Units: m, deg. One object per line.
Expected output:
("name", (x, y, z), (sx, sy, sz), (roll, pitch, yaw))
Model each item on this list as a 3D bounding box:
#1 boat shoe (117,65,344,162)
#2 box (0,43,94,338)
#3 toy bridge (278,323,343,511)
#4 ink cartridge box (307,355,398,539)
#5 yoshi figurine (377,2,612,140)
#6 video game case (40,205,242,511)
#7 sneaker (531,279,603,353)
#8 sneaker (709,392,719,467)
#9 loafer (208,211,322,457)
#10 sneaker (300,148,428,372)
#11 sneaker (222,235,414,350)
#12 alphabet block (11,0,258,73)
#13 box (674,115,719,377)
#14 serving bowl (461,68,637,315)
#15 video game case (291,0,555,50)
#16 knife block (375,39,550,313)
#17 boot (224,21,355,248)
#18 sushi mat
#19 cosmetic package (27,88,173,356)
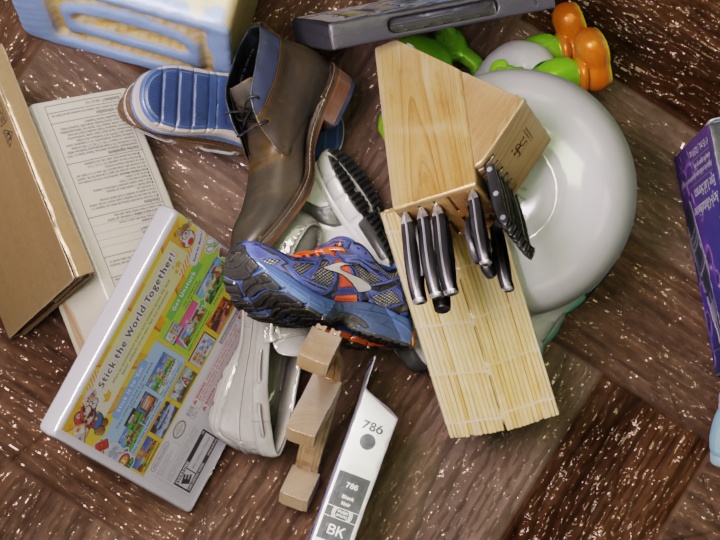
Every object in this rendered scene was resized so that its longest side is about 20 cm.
("boat shoe", (-0.108, -0.131, 1.749), (0.199, 0.072, 0.073), (13, 79, -32))
("box", (-0.288, -0.061, 1.702), (0.021, 0.163, 0.201), (-18, 81, -33))
("toy bridge", (-0.036, 0.111, 1.674), (0.027, 0.200, 0.067), (19, 49, 9))
("ink cartridge box", (-0.008, 0.173, 1.703), (0.039, 0.099, 0.201), (19, 82, 0))
("yoshi figurine", (0.102, -0.171, 1.763), (0.199, 0.112, 0.112), (-22, 74, -4))
("video game case", (-0.149, 0.074, 1.686), (0.023, 0.182, 0.201), (20, 78, 41))
("sneaker", (0.103, 0.021, 1.749), (0.140, 0.078, 0.200), (39, 72, 5))
("sneaker", (0.383, 0.152, 1.749), (0.199, 0.074, 0.082), (15, 111, -5))
("loafer", (-0.062, 0.053, 1.697), (0.070, 0.070, 0.201), (19, 99, 30))
("sneaker", (0.000, 0.000, 1.755), (0.080, 0.074, 0.200), (-31, 88, 22))
("sneaker", (-0.033, 0.008, 1.641), (0.075, 0.200, 0.079), (-6, 72, 38))
("alphabet block", (-0.169, -0.286, 1.720), (0.195, 0.196, 0.201), (15, 81, -2))
("box", (0.338, -0.022, 1.724), (0.104, 0.148, 0.201), (-9, 81, -4))
("serving bowl", (0.118, -0.062, 1.670), (0.199, 0.066, 0.201), (0, 92, 12))
("video game case", (0.046, -0.209, 1.710), (0.180, 0.200, 0.026), (-11, 99, -8))
("knife block", (0.053, -0.063, 1.594), (0.200, 0.064, 0.176), (30, 79, 36))
("boot", (-0.083, -0.103, 1.679), (0.097, 0.075, 0.201), (37, 57, -23))
("sushi mat", (0.087, 0.035, 1.657), (0.095, 0.012, 0.201), (-13, 106, 18))
("cosmetic package", (-0.212, -0.040, 1.721), (0.105, 0.071, 0.201), (-13, 79, -43))
